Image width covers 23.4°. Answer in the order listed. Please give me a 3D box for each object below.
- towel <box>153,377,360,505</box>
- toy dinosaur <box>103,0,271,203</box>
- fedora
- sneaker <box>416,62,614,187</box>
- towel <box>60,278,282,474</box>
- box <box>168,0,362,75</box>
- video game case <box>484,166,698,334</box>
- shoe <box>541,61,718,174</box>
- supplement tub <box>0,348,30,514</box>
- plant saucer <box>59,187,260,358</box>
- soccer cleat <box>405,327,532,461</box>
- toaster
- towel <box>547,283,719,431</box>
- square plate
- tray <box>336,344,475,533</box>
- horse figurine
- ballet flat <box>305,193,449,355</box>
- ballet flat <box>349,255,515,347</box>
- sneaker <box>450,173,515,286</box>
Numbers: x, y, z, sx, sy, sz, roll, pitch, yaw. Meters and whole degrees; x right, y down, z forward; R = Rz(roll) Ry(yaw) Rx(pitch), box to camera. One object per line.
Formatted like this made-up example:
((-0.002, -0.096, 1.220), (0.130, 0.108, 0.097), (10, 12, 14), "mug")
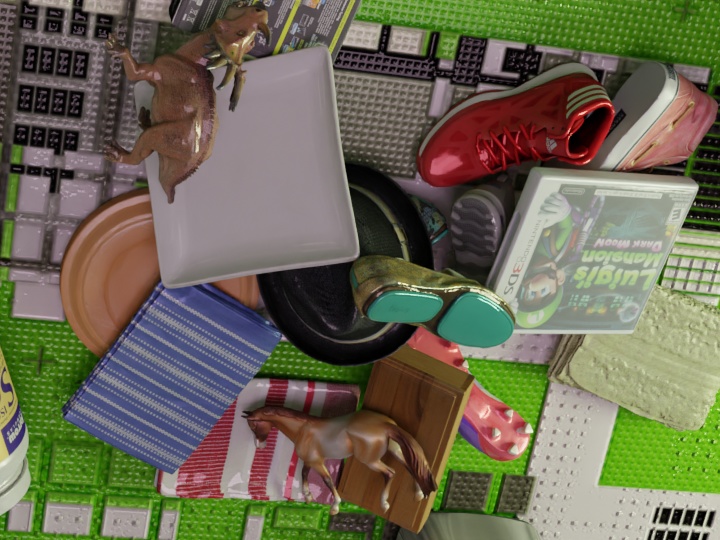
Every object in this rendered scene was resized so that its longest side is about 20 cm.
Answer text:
((-0.108, 0.177, 1.817), (0.199, 0.023, 0.145), (5, 114, -17), "towel")
((-0.154, -0.146, 1.568), (0.135, 0.086, 0.201), (13, 108, 22), "toy dinosaur")
((-0.025, -0.006, 1.672), (0.200, 0.092, 0.202), (0, 91, 14), "fedora")
((0.152, -0.130, 1.680), (0.200, 0.116, 0.078), (-32, 116, 3), "sneaker")
((-0.189, 0.101, 1.743), (0.145, 0.024, 0.200), (32, 107, -25), "towel")
((-0.067, -0.292, 1.602), (0.160, 0.044, 0.201), (18, 110, -19), "box")
((0.222, -0.015, 1.719), (0.199, 0.023, 0.182), (1, 123, -31), "video game case")
((0.265, -0.115, 1.734), (0.091, 0.072, 0.200), (23, 120, -36), "shoe")
((-0.404, 0.135, 1.677), (0.145, 0.146, 0.201), (-15, 117, -4), "supplement tub")
((-0.198, 0.015, 1.726), (0.199, 0.032, 0.201), (-4, 116, -9), "plant saucer")
((0.096, 0.127, 1.822), (0.200, 0.076, 0.067), (44, 62, -12), "soccer cleat")
((0.132, 0.341, 1.888), (0.199, 0.129, 0.114), (8, 114, -15), "toaster")
((0.309, 0.084, 1.856), (0.199, 0.037, 0.149), (21, 108, -18), "towel")
((-0.105, -0.095, 1.630), (0.197, 0.028, 0.201), (-9, 89, 16), "square plate")
((0.044, 0.173, 1.796), (0.098, 0.037, 0.201), (24, 126, 12), "tray")
((-0.012, 0.188, 1.777), (0.199, 0.050, 0.133), (-4, 116, 27), "horse figurine")
((0.000, 0.000, 1.748), (0.200, 0.074, 0.074), (-44, 115, 8), "ballet flat")
((0.067, 0.023, 1.639), (0.200, 0.071, 0.071), (13, 113, -42), "ballet flat")
((0.134, -0.006, 1.758), (0.075, 0.082, 0.201), (26, 135, 23), "sneaker")
